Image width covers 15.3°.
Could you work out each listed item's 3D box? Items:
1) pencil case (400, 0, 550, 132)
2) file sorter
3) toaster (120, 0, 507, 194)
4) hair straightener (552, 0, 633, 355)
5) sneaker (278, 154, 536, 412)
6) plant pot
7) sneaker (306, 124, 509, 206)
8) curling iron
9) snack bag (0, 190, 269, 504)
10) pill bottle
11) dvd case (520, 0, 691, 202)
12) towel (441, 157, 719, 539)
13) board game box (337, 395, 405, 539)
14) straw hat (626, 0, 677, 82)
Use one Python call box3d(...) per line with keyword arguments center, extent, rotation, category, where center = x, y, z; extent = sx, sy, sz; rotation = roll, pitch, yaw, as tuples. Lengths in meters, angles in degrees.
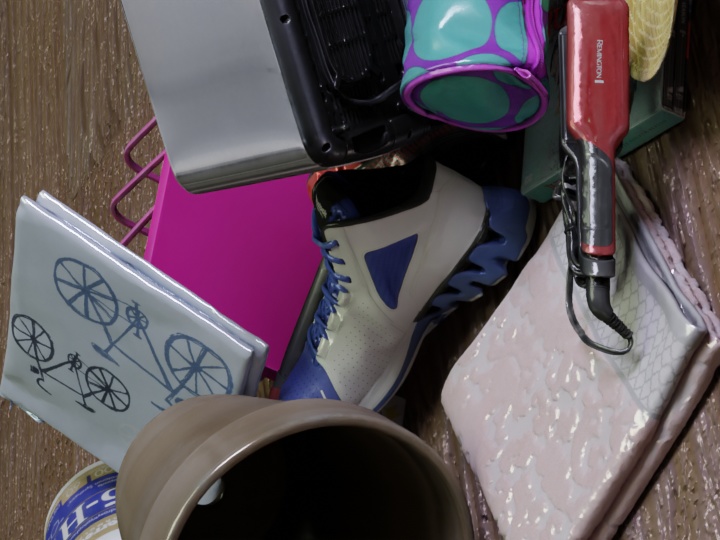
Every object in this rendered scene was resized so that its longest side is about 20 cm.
box3d(center=(0.076, -0.179, 1.521), extent=(0.092, 0.085, 0.201), rotation=(-11, 60, 36), category="pencil case")
box3d(center=(-0.100, -0.003, 1.806), extent=(0.125, 0.139, 0.201), rotation=(-40, 33, 47), category="file sorter")
box3d(center=(-0.031, -0.142, 1.543), extent=(0.118, 0.181, 0.201), rotation=(-12, 98, 37), category="toaster")
box3d(center=(0.129, -0.046, 1.449), extent=(0.077, 0.041, 0.201), rotation=(102, 164, -68), category="hair straightener")
box3d(center=(0.001, -0.001, 1.621), extent=(0.199, 0.115, 0.081), rotation=(-48, 25, 19), category="sneaker")
box3d(center=(-0.061, 0.154, 1.563), extent=(0.173, 0.199, 0.201), rotation=(29, 100, 59), category="plant pot")
box3d(center=(0.039, -0.055, 1.673), extent=(0.200, 0.071, 0.098), rotation=(-36, 50, 46), category="sneaker")
box3d(center=(-0.046, 0.081, 1.702), extent=(0.050, 0.025, 0.201), rotation=(-75, 7, -77), category="curling iron")
box3d(center=(-0.148, 0.063, 1.705), extent=(0.021, 0.188, 0.200), rotation=(-44, -21, -39), category="snack bag")
box3d(center=(-0.146, 0.211, 1.774), extent=(0.200, 0.119, 0.120), rotation=(-120, 53, -70), category="pill bottle")
box3d(center=(0.146, -0.154, 1.575), extent=(0.146, 0.022, 0.201), rotation=(-31, 46, 54), category="dvd case")
box3d(center=(0.118, 0.057, 1.482), extent=(0.191, 0.032, 0.200), rotation=(-61, 27, 23), category="towel")
box3d(center=(-0.031, 0.184, 1.692), extent=(0.134, 0.034, 0.201), rotation=(-26, 50, 56), category="board game box")
box3d(center=(0.183, -0.204, 1.445), extent=(0.201, 0.085, 0.202), rotation=(172, 90, -81), category="straw hat")
